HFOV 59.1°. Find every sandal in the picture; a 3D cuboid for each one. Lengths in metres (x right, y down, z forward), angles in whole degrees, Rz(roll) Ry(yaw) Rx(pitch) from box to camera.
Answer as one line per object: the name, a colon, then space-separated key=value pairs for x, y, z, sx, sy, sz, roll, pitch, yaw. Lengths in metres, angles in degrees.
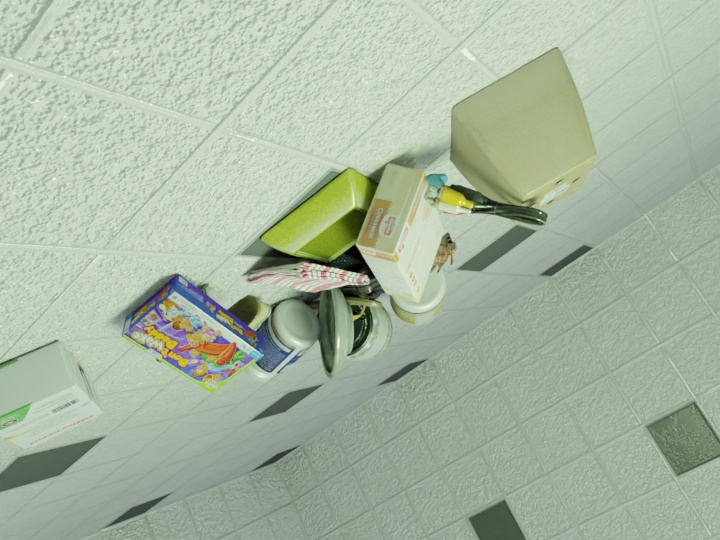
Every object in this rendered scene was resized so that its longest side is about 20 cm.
sandal: x=-0.039 y=0.089 z=1.430 sx=0.195 sy=0.056 sz=0.080 roll=-6 pitch=175 yaw=23

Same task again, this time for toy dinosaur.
toy dinosaur: x=0.153 y=-0.048 z=1.350 sx=0.085 sy=0.137 sz=0.200 roll=-30 pitch=164 yaw=5

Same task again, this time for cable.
cable: x=0.203 y=-0.094 z=1.040 sx=0.051 sy=0.196 sz=0.097 roll=-64 pitch=164 yaw=-10

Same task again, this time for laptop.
laptop: x=0.000 y=0.000 z=1.283 sx=0.175 sy=0.105 sz=0.200 roll=-6 pitch=150 yaw=-46

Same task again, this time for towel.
towel: x=-0.095 y=0.019 z=1.180 sx=0.144 sy=0.031 sz=0.198 roll=-8 pitch=168 yaw=37

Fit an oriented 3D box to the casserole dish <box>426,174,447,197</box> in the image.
casserole dish: x=0.094 y=-0.114 z=1.243 sx=0.198 sy=0.039 sz=0.121 roll=-33 pitch=162 yaw=12

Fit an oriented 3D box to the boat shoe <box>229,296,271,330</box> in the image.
boat shoe: x=-0.266 y=0.129 z=1.281 sx=0.200 sy=0.074 sz=0.063 roll=-42 pitch=156 yaw=12

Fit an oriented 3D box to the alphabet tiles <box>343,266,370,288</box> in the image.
alphabet tiles: x=0.022 y=-0.019 z=1.439 sx=0.199 sy=0.008 sz=0.166 roll=-38 pitch=160 yaw=22

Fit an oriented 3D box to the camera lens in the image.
camera lens: x=-0.012 y=0.139 z=1.560 sx=0.158 sy=0.162 sz=0.200 roll=-32 pitch=163 yaw=11

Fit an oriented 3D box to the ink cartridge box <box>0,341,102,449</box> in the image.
ink cartridge box: x=-0.530 y=0.212 z=1.055 sx=0.142 sy=0.085 sz=0.201 roll=-23 pitch=161 yaw=-19

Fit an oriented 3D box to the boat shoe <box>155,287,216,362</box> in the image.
boat shoe: x=-0.312 y=0.105 z=1.131 sx=0.063 sy=0.072 sz=0.201 roll=8 pitch=133 yaw=-35

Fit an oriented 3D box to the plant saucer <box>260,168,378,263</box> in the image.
plant saucer: x=-0.045 y=-0.077 z=1.104 sx=0.198 sy=0.049 sz=0.199 roll=-35 pitch=162 yaw=16

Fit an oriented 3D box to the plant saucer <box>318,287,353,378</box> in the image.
plant saucer: x=-0.048 y=0.121 z=1.329 sx=0.049 sy=0.205 sz=0.201 roll=-1 pitch=155 yaw=-14

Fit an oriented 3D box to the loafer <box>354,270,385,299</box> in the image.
loafer: x=0.037 y=0.034 z=1.393 sx=0.070 sy=0.064 sz=0.200 roll=-15 pitch=-175 yaw=15

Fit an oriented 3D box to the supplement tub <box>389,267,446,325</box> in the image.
supplement tub: x=0.142 y=0.055 z=1.603 sx=0.142 sy=0.146 sz=0.200 roll=-28 pitch=163 yaw=-4

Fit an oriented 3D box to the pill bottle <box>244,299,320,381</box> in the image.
pill bottle: x=-0.185 y=0.162 z=1.423 sx=0.114 sy=0.117 sz=0.200 roll=-10 pitch=154 yaw=-46

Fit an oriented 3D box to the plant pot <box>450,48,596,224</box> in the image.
plant pot: x=0.279 y=-0.202 z=1.063 sx=0.197 sy=0.179 sz=0.200 roll=-29 pitch=162 yaw=-1

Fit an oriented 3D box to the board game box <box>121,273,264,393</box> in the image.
board game box: x=-0.277 y=0.112 z=1.071 sx=0.133 sy=0.045 sz=0.200 roll=-35 pitch=125 yaw=19

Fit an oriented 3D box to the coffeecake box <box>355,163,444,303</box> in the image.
coffeecake box: x=0.075 y=-0.059 z=1.099 sx=0.156 sy=0.072 sz=0.201 roll=-68 pitch=155 yaw=-18
